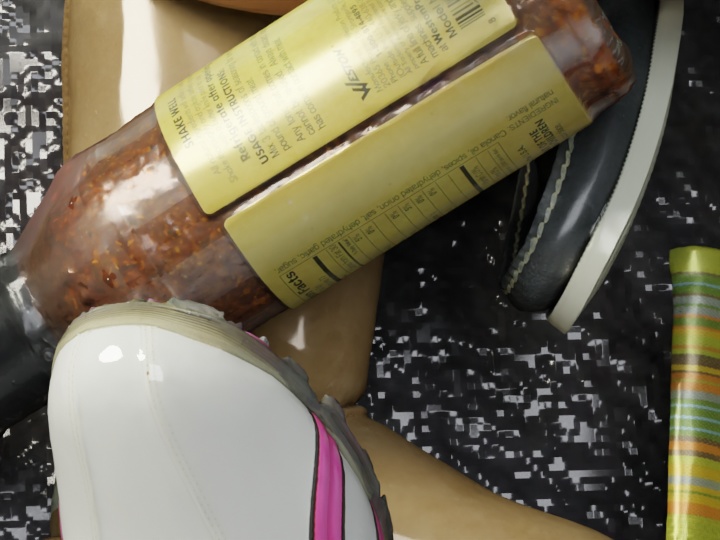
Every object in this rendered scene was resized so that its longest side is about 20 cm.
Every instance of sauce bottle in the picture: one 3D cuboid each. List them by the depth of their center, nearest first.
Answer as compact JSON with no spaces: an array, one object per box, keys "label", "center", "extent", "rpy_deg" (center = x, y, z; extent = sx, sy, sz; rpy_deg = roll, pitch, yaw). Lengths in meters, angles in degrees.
[{"label":"sauce bottle","center":[-0.030,-0.020,0.707],"extent":[0.200,0.066,0.066],"rpy_deg":[-30,80,7]}]

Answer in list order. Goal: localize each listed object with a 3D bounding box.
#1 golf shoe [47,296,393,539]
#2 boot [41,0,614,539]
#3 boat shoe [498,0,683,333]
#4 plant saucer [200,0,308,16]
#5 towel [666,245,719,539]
[{"label":"golf shoe","center":[-0.027,0.100,0.670],"extent":[0.072,0.200,0.092],"rpy_deg":[-9,31,18]},{"label":"boot","center":[0.000,0.000,0.767],"extent":[0.175,0.066,0.200],"rpy_deg":[7,73,-6]},{"label":"boat shoe","center":[0.052,-0.071,0.776],"extent":[0.067,0.072,0.200],"rpy_deg":[14,56,-7]},{"label":"plant saucer","center":[-0.002,-0.154,0.782],"extent":[0.200,0.032,0.201],"rpy_deg":[-4,53,5]},{"label":"towel","center":[0.107,0.097,0.759],"extent":[0.086,0.018,0.200],"rpy_deg":[16,71,-37]}]
